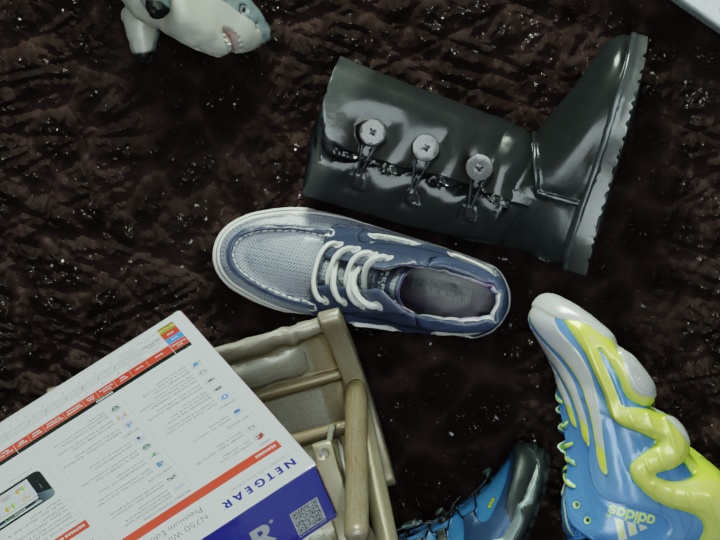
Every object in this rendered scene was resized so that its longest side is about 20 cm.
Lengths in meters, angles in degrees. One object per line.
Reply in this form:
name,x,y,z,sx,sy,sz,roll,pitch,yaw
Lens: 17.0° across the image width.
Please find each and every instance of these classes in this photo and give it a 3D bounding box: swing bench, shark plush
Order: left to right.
shark plush,-0.136,-0.224,1.600,0.083,0.091,0.200,-22,66,-17
swing bench,-0.083,0.152,1.520,0.199,0.200,0.130,-16,132,7

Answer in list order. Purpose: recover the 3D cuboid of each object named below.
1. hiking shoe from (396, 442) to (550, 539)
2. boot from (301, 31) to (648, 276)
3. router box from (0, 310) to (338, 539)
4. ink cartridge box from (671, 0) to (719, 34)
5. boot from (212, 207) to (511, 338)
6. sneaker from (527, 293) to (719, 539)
hiking shoe,0.047,0.187,1.558,0.087,0.074,0.200,35,90,2
boot,0.074,-0.101,1.574,0.200,0.066,0.165,17,88,7
router box,-0.144,0.135,1.429,0.200,0.049,0.180,-32,43,-12
ink cartridge box,0.246,-0.268,1.576,0.200,0.041,0.200,37,91,3
boot,0.000,0.000,1.556,0.200,0.090,0.073,8,89,3
sneaker,0.153,0.115,1.552,0.105,0.076,0.200,-40,88,-4
